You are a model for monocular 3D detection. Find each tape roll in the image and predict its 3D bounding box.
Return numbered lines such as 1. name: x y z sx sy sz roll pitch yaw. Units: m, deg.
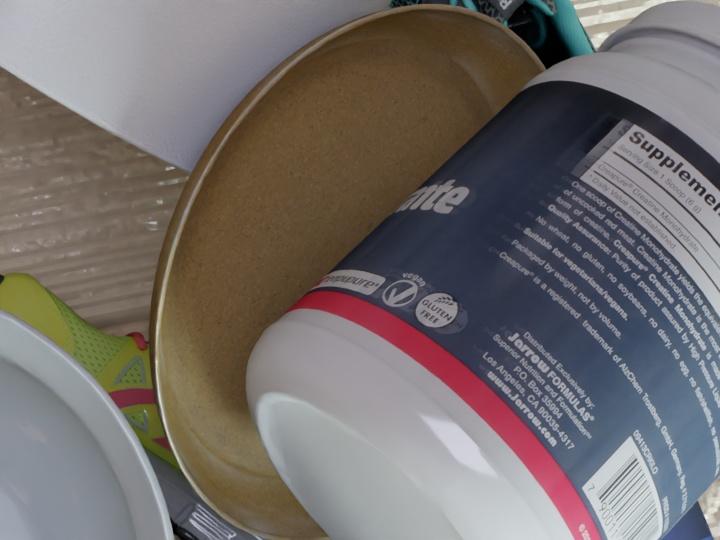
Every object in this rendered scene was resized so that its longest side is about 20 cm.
1. tape roll: -0.081 -0.136 0.772 0.202 0.203 0.139 33 96 0

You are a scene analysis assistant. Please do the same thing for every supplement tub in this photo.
1. supplement tub: 0.073 0.017 0.718 0.140 0.140 0.200 46 68 3

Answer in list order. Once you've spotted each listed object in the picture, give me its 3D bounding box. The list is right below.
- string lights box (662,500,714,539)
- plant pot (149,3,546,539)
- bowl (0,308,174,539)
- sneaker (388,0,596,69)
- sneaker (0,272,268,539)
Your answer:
1. string lights box: 0.118 0.162 0.809 0.059 0.103 0.201 -21 84 -6
2. plant pot: 0.000 0.000 0.761 0.027 0.200 0.200 26 76 43
3. bowl: -0.155 0.105 0.710 0.200 0.090 0.202 0 87 0
4. sneaker: 0.051 -0.109 0.850 0.077 0.091 0.200 -35 86 -11
5. sneaker: -0.058 0.058 0.826 0.200 0.078 0.090 40 80 -10
